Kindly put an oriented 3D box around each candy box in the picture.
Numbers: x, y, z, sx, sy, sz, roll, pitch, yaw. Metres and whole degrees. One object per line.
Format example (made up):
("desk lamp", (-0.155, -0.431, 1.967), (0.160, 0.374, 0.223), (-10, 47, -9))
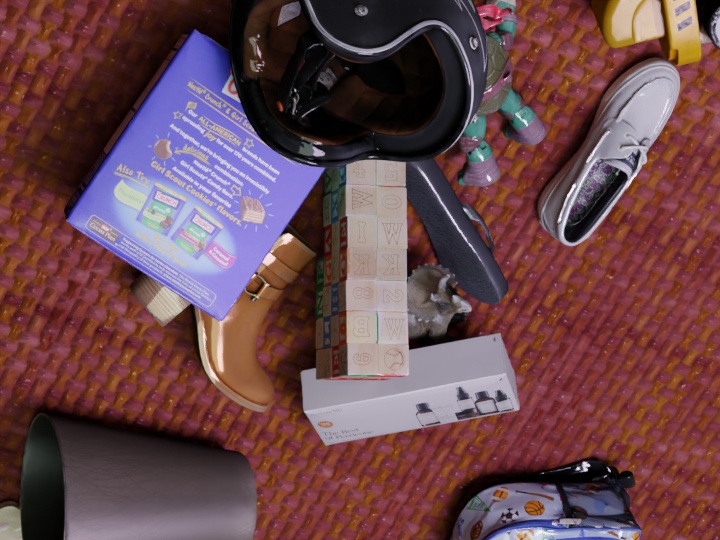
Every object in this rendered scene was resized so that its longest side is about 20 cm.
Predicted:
("candy box", (-0.138, -0.086, 1.433), (0.169, 0.077, 0.200), (35, 92, -17))

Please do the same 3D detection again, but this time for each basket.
("basket", (-0.212, 0.226, 1.567), (0.199, 0.181, 0.136), (5, 145, -28))

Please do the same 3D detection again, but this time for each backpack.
("backpack", (0.189, 0.313, 1.722), (0.190, 0.154, 0.201), (7, 117, -7))

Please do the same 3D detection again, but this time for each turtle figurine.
("turtle figurine", (0.095, -0.178, 1.474), (0.149, 0.101, 0.200), (-29, 126, 1))

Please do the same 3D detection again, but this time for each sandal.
("sandal", (0.095, -0.046, 1.555), (0.043, 0.076, 0.200), (-44, 123, -22))

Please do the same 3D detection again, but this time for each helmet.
("helmet", (0.007, -0.185, 1.348), (0.190, 0.200, 0.201), (-9, 120, -32))

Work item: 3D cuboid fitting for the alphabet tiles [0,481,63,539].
("alphabet tiles", (-0.308, 0.306, 1.654), (0.195, 0.015, 0.201), (-24, 120, -3))

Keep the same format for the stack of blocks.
("stack of blocks", (0.000, 0.000, 1.501), (0.058, 0.115, 0.201), (1, 84, -15))

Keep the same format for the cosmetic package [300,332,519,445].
("cosmetic package", (0.049, 0.118, 1.582), (0.199, 0.051, 0.083), (-12, 146, 10))

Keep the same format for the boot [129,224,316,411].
("boot", (-0.101, 0.031, 1.539), (0.155, 0.074, 0.200), (-39, 122, 2))

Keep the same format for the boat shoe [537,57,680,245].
("boat shoe", (0.243, -0.111, 1.560), (0.072, 0.069, 0.200), (34, 104, -27))

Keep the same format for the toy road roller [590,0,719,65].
("toy road roller", (0.276, -0.280, 1.457), (0.145, 0.123, 0.201), (-13, 120, 4))

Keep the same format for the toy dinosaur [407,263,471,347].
("toy dinosaur", (0.044, 0.051, 1.594), (0.200, 0.077, 0.102), (-27, 128, 36))
